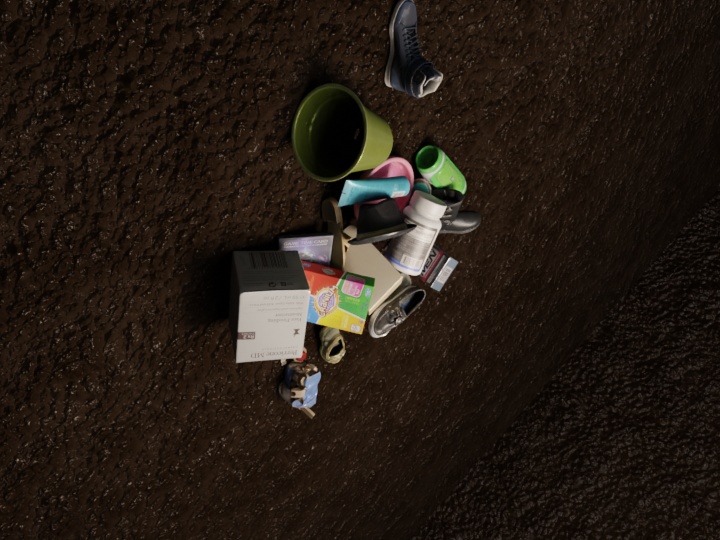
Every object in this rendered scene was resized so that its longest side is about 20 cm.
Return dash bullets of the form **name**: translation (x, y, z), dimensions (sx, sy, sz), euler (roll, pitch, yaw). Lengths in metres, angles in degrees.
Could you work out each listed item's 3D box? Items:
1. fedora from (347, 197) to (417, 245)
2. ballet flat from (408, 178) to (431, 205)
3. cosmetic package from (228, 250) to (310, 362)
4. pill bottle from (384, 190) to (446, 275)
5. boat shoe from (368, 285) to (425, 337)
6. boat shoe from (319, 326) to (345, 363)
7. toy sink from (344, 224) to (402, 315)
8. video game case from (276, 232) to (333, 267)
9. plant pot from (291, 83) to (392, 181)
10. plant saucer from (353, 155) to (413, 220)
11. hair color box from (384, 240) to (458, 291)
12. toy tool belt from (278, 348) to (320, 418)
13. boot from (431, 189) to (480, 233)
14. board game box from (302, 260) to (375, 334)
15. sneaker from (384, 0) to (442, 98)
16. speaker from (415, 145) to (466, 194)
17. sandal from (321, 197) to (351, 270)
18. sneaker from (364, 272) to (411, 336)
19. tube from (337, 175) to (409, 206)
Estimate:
- **fedora**: translation (0.046, -0.126, 1.611), dimensions (0.198, 0.199, 0.094), euler (-18, 98, -36)
- **ballet flat**: translation (0.168, -0.201, 1.822), dimensions (0.202, 0.068, 0.072), euler (85, 23, -52)
- **cosmetic package**: translation (-0.218, 0.081, 1.517), dimensions (0.161, 0.166, 0.203), euler (-2, 125, -17)
- **pill bottle**: translation (0.148, -0.101, 1.736), dimensions (0.113, 0.113, 0.203), euler (4, 115, -48)
- **boat shoe**: translation (0.105, 0.111, 1.773), dimensions (0.199, 0.066, 0.071), euler (-36, 107, -28)
- **boat shoe**: translation (-0.076, 0.226, 1.897), dimensions (0.072, 0.063, 0.202), euler (-31, 150, -21)
- **toy sink**: translation (0.000, 0.000, 1.746), dimensions (0.130, 0.200, 0.112), euler (-44, 173, -7)
- **video game case**: translation (-0.146, -0.003, 1.644), dimensions (0.140, 0.019, 0.203), euler (-5, 126, -19)
- **plant pot**: translation (-0.021, -0.296, 1.453), dimensions (0.189, 0.199, 0.203), euler (-5, 125, -58)
- **plant saucer**: translation (0.053, -0.209, 1.698), dimensions (0.198, 0.051, 0.203), euler (-28, 137, -30)
- **hair color box**: translation (0.169, -0.042, 1.836), dimensions (0.100, 0.199, 0.060), euler (-56, 145, 8)
- **toy tool belt**: translation (-0.158, 0.317, 1.852), dimensions (0.123, 0.123, 0.203), euler (-19, 133, -36)
- **boot**: translation (0.274, -0.175, 1.858), dimensions (0.161, 0.067, 0.201), euler (-11, 156, -1)
- **board game box**: translation (-0.074, 0.069, 1.641), dimensions (0.196, 0.041, 0.155), euler (13, 122, -2)
- **sneaker**: translation (0.128, -0.492, 1.462), dimensions (0.076, 0.146, 0.206), euler (-21, 133, -31)
- **speaker**: translation (0.225, -0.268, 1.805), dimensions (0.089, 0.088, 0.199), euler (-53, 144, 3)
- **sandal**: translation (-0.049, -0.085, 1.653), dimensions (0.069, 0.077, 0.216), euler (-25, 121, -40)
- **sneaker**: translation (0.070, 0.091, 1.841), dimensions (0.075, 0.084, 0.202), euler (41, 69, -24)
- **tube**: translation (0.034, -0.199, 1.608), dimensions (0.197, 0.050, 0.079), euler (-12, 134, -36)
